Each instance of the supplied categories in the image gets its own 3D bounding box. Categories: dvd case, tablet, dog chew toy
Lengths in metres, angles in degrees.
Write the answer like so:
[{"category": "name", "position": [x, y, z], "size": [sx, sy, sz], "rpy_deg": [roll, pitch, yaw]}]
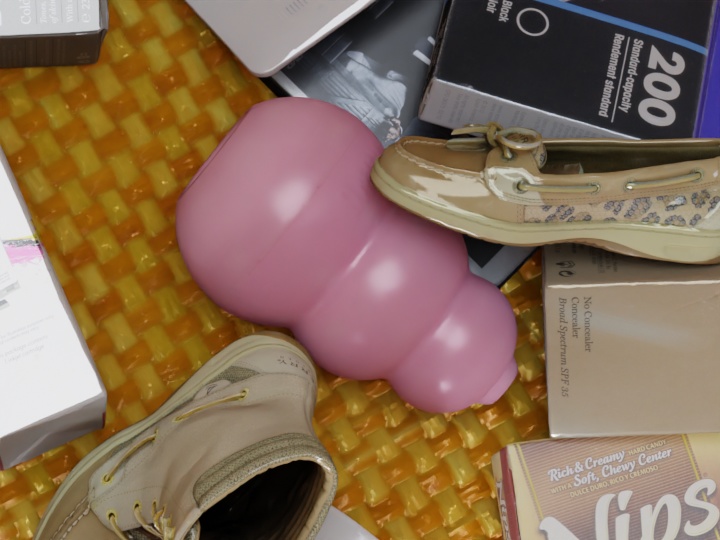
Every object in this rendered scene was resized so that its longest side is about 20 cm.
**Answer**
[{"category": "dvd case", "position": [0.051, -0.105, 1.610], "size": [0.200, 0.025, 0.150], "rpy_deg": [44, 78, 5]}, {"category": "tablet", "position": [-0.009, -0.197, 1.589], "size": [0.200, 0.014, 0.130], "rpy_deg": [-36, 52, -8]}, {"category": "dog chew toy", "position": [0.000, 0.000, 1.539], "size": [0.200, 0.125, 0.125], "rpy_deg": [39, 78, -5]}]

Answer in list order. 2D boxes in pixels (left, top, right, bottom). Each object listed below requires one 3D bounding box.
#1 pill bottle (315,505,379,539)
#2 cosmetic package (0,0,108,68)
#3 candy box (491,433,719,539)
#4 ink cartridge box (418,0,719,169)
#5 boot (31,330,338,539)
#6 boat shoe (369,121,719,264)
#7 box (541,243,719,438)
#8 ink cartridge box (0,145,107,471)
[{"category": "pill bottle", "position": [-0.058, 0.220, 1.491], "size": [0.113, 0.113, 0.200], "rpy_deg": [38, 78, 2]}, {"category": "cosmetic package", "position": [-0.240, -0.164, 1.560], "size": [0.199, 0.090, 0.107], "rpy_deg": [-4, 82, -10]}, {"category": "candy box", "position": [0.178, 0.140, 1.560], "size": [0.199, 0.055, 0.116], "rpy_deg": [-7, 80, -7]}, {"category": "ink cartridge box", "position": [0.147, -0.142, 1.584], "size": [0.199, 0.043, 0.199], "rpy_deg": [17, 58, -6]}, {"category": "boot", "position": [-0.093, 0.132, 1.464], "size": [0.200, 0.155, 0.072], "rpy_deg": [-43, 112, 10]}, {"category": "boat shoe", "position": [0.104, -0.051, 1.494], "size": [0.199, 0.073, 0.063], "rpy_deg": [6, 114, -15]}, {"category": "box", "position": [0.197, 0.031, 1.540], "size": [0.199, 0.078, 0.095], "rpy_deg": [-3, 111, 4]}, {"category": "ink cartridge box", "position": [-0.201, -0.004, 1.518], "size": [0.067, 0.116, 0.201], "rpy_deg": [-22, 81, -9]}]
